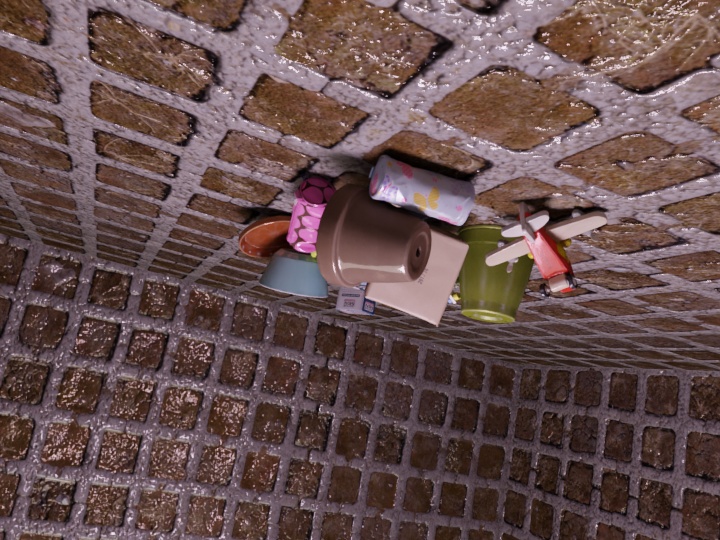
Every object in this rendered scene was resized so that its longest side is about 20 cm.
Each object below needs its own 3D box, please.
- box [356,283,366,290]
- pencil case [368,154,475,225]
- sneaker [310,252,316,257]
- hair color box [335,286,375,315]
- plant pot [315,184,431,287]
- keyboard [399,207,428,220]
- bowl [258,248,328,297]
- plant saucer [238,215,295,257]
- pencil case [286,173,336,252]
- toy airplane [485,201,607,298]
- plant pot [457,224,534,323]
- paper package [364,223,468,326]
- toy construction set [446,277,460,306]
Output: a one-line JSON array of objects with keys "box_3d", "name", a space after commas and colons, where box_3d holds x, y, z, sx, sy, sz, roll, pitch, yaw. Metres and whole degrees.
[{"box_3d": [0.000, 0.000, 1.553, 0.197, 0.042, 0.120, 17, 143, 17], "name": "box"}, {"box_3d": [0.115, -0.150, 1.122, 0.197, 0.084, 0.091, 14, -149, -17], "name": "pencil case"}, {"box_3d": [-0.100, -0.084, 1.653, 0.073, 0.085, 0.200, -7, -174, 1], "name": "sneaker"}, {"box_3d": [0.000, 0.020, 1.710, 0.099, 0.204, 0.060, 1, 165, 40], "name": "hair color box"}, {"box_3d": [0.037, -0.050, 1.154, 0.172, 0.203, 0.200, 15, 172, 28], "name": "plant pot"}, {"box_3d": [0.051, -0.132, 1.312, 0.197, 0.021, 0.127, 9, -166, 24], "name": "keyboard"}, {"box_3d": [-0.176, 0.001, 1.672, 0.197, 0.107, 0.201, 11, -175, -1], "name": "bowl"}, {"box_3d": [-0.236, -0.095, 1.650, 0.197, 0.033, 0.201, -13, 157, -6], "name": "plant saucer"}, {"box_3d": [-0.114, -0.118, 1.332, 0.093, 0.091, 0.201, -22, 155, -25], "name": "pencil case"}, {"box_3d": [0.370, -0.061, 1.225, 0.197, 0.142, 0.201, 18, 131, 9], "name": "toy airplane"}, {"box_3d": [0.313, 0.017, 1.432, 0.197, 0.196, 0.201, 11, 168, 2], "name": "plant pot"}, {"box_3d": [0.125, -0.007, 1.376, 0.188, 0.203, 0.104, 20, -168, -4], "name": "paper package"}, {"box_3d": [0.191, -0.017, 1.488, 0.091, 0.203, 0.131, -7, -161, 34], "name": "toy construction set"}]
